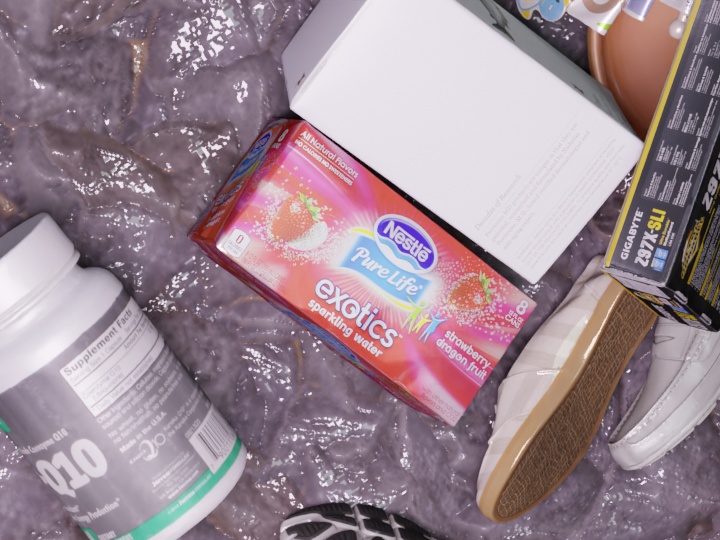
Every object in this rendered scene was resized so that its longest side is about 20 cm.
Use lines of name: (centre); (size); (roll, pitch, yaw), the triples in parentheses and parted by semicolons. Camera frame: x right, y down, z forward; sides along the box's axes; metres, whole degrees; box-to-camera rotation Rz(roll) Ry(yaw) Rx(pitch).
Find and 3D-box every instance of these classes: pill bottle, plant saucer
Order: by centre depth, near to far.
pill bottle: (-0.169, 0.071, 1.306); (0.113, 0.113, 0.201); (-39, 103, -10)
plant saucer: (0.244, -0.157, 1.449); (0.198, 0.037, 0.202); (-2, 96, -17)

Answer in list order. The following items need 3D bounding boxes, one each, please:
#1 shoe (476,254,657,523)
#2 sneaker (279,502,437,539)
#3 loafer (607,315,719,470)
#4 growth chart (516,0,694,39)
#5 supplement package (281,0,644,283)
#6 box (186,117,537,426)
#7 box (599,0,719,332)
shoe: (0.133, 0.078, 1.433); (0.070, 0.053, 0.201); (34, 88, -49)
sneaker: (0.033, 0.219, 1.400); (0.199, 0.081, 0.084); (24, 104, -12)
loafer: (0.226, 0.046, 1.448); (0.070, 0.070, 0.200); (40, 76, -10)
growth chart: (0.144, -0.224, 1.354); (0.199, 0.018, 0.146); (22, 103, 23)
supplement package: (0.062, -0.108, 1.343); (0.199, 0.117, 0.118); (34, 106, -17)
box: (0.000, 0.000, 1.359); (0.200, 0.095, 0.100); (38, 83, -16)
box: (0.224, -0.072, 1.350); (0.049, 0.160, 0.201); (18, 86, 26)
